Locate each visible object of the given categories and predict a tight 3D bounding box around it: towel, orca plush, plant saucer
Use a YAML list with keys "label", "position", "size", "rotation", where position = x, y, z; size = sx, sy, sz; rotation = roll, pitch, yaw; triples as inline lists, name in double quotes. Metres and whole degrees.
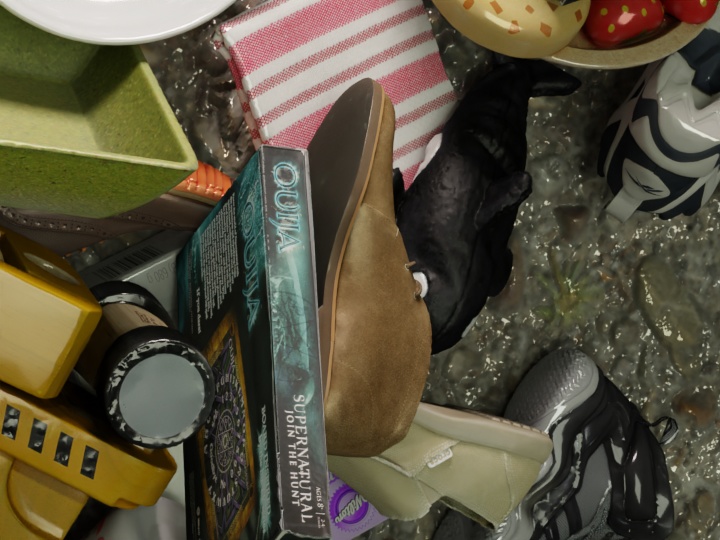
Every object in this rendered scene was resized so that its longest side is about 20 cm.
- label: "towel"
  position: [0.000, -0.067, 1.191]
  size: [0.146, 0.030, 0.200]
  rotation: [-30, 107, -40]
- label: "orca plush"
  position: [0.080, -0.042, 1.194]
  size: [0.105, 0.071, 0.200]
  rotation: [53, 55, -26]
- label: "plant saucer"
  position: [-0.199, -0.085, 1.058]
  size: [0.199, 0.200, 0.048]
  rotation: [7, 115, -22]

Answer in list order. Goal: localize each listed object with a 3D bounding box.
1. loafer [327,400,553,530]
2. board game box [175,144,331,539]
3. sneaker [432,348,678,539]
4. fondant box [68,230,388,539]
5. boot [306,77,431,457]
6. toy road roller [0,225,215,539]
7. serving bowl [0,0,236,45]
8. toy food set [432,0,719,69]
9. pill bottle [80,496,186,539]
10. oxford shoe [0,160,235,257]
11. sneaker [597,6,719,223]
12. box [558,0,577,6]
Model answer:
- label: "loafer"
  position: [0.015, 0.100, 1.165]
  size: [0.200, 0.076, 0.068]
  rotation: [14, 86, -25]
- label: "board game box"
  position: [-0.055, 0.057, 1.051]
  size: [0.028, 0.135, 0.200]
  rotation: [6, 64, -22]
- label: "sneaker"
  position: [0.119, 0.156, 1.272]
  size: [0.114, 0.075, 0.200]
  rotation: [29, 85, -20]
- label: "fondant box"
  position: [-0.077, 0.075, 1.195]
  size: [0.144, 0.058, 0.200]
  rotation: [-28, 108, -16]
- label: "boot"
  position: [0.000, 0.000, 1.109]
  size: [0.075, 0.074, 0.200]
  rotation: [17, 72, -25]
- label: "toy road roller"
  position: [-0.180, 0.059, 1.057]
  size: [0.200, 0.123, 0.146]
  rotation: [30, 93, -23]
- label: "serving bowl"
  position: [-0.136, -0.218, 1.118]
  size: [0.200, 0.066, 0.201]
  rotation: [-2, 96, -22]
- label: "toy food set"
  position: [0.116, -0.202, 1.188]
  size: [0.200, 0.049, 0.198]
  rotation: [-1, 66, -17]
- label: "pill bottle"
  position: [-0.151, 0.220, 1.134]
  size: [0.109, 0.109, 0.200]
  rotation: [39, 109, -22]
- label: "oxford shoe"
  position: [-0.156, -0.035, 1.137]
  size: [0.200, 0.071, 0.073]
  rotation: [8, 105, -5]
- label: "sneaker"
  position: [0.196, -0.100, 1.270]
  size: [0.079, 0.130, 0.199]
  rotation: [31, 47, -3]
- label: "box"
  position: [0.144, -0.260, 1.170]
  size: [0.193, 0.048, 0.200]
  rotation: [-20, 72, -27]
